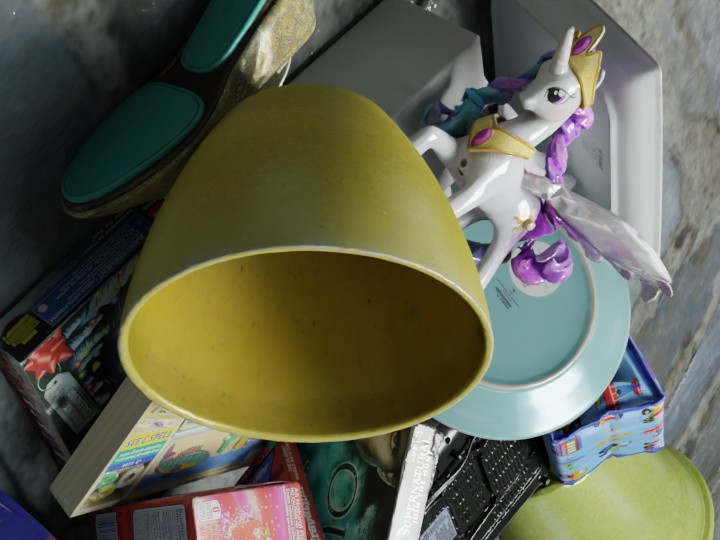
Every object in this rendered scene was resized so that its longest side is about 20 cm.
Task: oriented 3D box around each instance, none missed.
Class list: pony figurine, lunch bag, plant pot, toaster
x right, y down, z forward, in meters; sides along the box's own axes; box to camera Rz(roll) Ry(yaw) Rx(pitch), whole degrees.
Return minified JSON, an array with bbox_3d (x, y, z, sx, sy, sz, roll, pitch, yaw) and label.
[{"bbox_3d":[0.096,-0.046,1.182,0.200,0.167,0.193,-39,142,-4],"label":"pony figurine"},{"bbox_3d":[0.159,0.047,1.458,0.093,0.201,0.151,-21,160,2],"label":"lunch bag"},{"bbox_3d":[0.180,0.182,1.603,0.201,0.200,0.184,-51,135,-14],"label":"plant pot"},{"bbox_3d":[-0.030,-0.015,1.024,0.200,0.198,0.143,63,21,-54],"label":"plant pot"},{"bbox_3d":[0.042,0.145,1.420,0.181,0.118,0.201,-49,147,-19],"label":"toaster"}]

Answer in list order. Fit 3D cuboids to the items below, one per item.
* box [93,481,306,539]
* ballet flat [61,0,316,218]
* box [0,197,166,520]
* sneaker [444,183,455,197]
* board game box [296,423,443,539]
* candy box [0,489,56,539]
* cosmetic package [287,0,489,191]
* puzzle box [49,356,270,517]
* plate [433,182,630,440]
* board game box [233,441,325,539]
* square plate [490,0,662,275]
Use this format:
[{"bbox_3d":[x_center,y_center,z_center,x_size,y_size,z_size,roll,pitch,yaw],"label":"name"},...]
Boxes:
[{"bbox_3d":[-0.088,0.236,1.149,0.095,0.099,0.202,-2,81,-46],"label":"box"},{"bbox_3d":[-0.092,-0.095,1.084,0.201,0.070,0.071,-54,148,-16],"label":"ballet flat"},{"bbox_3d":[-0.143,0.061,1.167,0.137,0.040,0.201,-45,146,-21],"label":"box"},{"bbox_3d":[0.000,0.000,1.292,0.079,0.074,0.201,28,88,-41],"label":"sneaker"},{"bbox_3d":[-0.017,0.191,1.210,0.028,0.135,0.202,17,82,-34],"label":"board game box"},{"bbox_3d":[-0.224,0.262,1.181,0.169,0.077,0.200,-49,145,-17],"label":"candy box"},{"bbox_3d":[-0.007,-0.074,1.208,0.200,0.090,0.107,-45,147,-27],"label":"cosmetic package"},{"bbox_3d":[-0.086,0.083,1.161,0.199,0.025,0.133,-11,144,-51],"label":"puzzle box"},{"bbox_3d":[0.103,0.020,1.347,0.200,0.200,0.026,-49,179,-17],"label":"plate"},{"bbox_3d":[-0.086,0.212,1.247,0.019,0.103,0.200,10,133,-34],"label":"board game box"},{"bbox_3d":[0.142,-0.113,1.291,0.028,0.198,0.201,-24,138,-15],"label":"square plate"}]
